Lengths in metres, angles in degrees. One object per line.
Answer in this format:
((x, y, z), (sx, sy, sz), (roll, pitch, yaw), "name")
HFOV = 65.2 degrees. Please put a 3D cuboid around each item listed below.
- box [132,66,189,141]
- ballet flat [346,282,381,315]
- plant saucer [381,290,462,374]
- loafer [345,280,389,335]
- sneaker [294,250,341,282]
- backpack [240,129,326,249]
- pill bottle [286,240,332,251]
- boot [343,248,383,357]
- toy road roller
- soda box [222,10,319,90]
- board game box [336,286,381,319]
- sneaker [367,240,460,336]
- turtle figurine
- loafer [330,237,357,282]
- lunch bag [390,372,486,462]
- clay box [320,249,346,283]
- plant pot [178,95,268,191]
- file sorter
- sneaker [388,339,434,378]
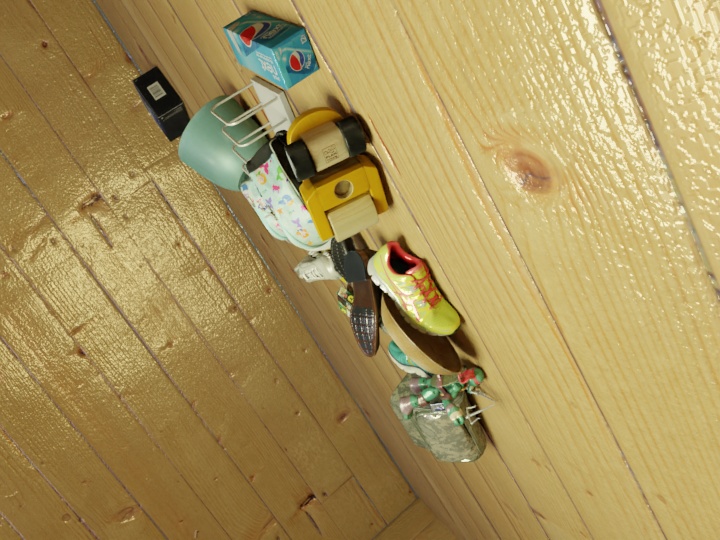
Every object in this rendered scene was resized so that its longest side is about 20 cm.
((-0.801, -0.670, 2.292), (0.201, 0.122, 0.199), (53, 168, 10), "box")
((0.062, 0.068, 1.154), (0.198, 0.067, 0.069), (34, -147, -15), "ballet flat")
((0.102, 0.119, 1.023), (0.199, 0.035, 0.201), (40, -164, -14), "plant saucer")
((0.026, 0.072, 1.296), (0.202, 0.075, 0.070), (56, 162, -4), "loafer")
((-0.102, -0.002, 1.353), (0.076, 0.080, 0.199), (60, 164, -15), "sneaker")
((-0.106, -0.139, 1.029), (0.150, 0.178, 0.201), (-38, 94, 32), "backpack")
((-0.116, -0.105, 1.284), (0.115, 0.113, 0.199), (59, 166, -20), "pill bottle")
((0.031, 0.056, 1.071), (0.074, 0.096, 0.204), (1, 101, 45), "boot")
((-0.048, -0.164, 0.912), (0.147, 0.121, 0.202), (-122, 8, -53), "toy road roller")
((-0.147, -0.355, 0.898), (0.200, 0.064, 0.068), (40, 161, 45), "soda box")
((-0.003, 0.091, 1.204), (0.104, 0.024, 0.200), (35, 170, 7), "board game box")
((0.096, 0.029, 0.965), (0.199, 0.078, 0.091), (42, 144, 11), "sneaker")
((0.174, 0.227, 1.075), (0.198, 0.149, 0.103), (-19, 90, 35), "turtle figurine")
((0.000, 0.000, 1.218), (0.072, 0.071, 0.202), (8, 129, 55), "loafer")
((0.182, 0.318, 1.242), (0.166, 0.139, 0.202), (11, 138, 48), "lunch bag")
((-0.061, -0.036, 1.398), (0.200, 0.047, 0.116), (35, 155, 57), "clay box")
((-0.313, -0.293, 1.375), (0.160, 0.201, 0.201), (39, 165, 6), "plant pot")
((-0.198, -0.265, 1.165), (0.139, 0.124, 0.202), (41, 161, 46), "file sorter")
((0.130, 0.179, 1.229), (0.199, 0.077, 0.081), (16, 132, 55), "sneaker")
